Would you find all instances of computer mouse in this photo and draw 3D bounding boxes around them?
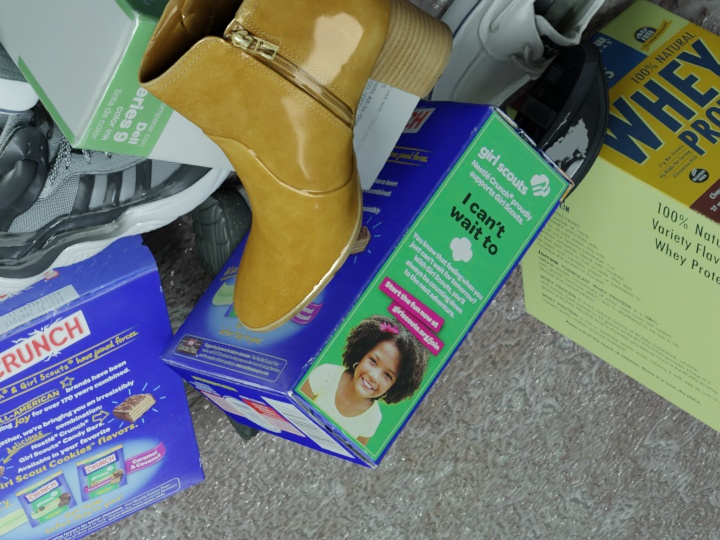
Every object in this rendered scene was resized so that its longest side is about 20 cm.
[{"bbox_3d":[0.092,-0.048,1.354,0.046,0.140,0.200,30,91,-16],"label":"computer mouse"}]

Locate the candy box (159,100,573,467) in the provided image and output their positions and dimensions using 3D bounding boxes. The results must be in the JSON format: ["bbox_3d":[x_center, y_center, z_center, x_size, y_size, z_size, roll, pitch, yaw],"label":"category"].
[{"bbox_3d":[0.000,0.000,1.256,0.077,0.169,0.200,41,76,-27],"label":"candy box"}]

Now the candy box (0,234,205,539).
[{"bbox_3d":[-0.194,0.077,1.333,0.169,0.077,0.200,-24,139,-16],"label":"candy box"}]

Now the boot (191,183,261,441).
[{"bbox_3d":[-0.034,0.014,1.404,0.131,0.070,0.200,-21,137,-25],"label":"boot"}]

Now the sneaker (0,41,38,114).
[{"bbox_3d":[-0.261,-0.102,1.124,0.200,0.073,0.071,10,124,-31],"label":"sneaker"}]

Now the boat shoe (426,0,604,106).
[{"bbox_3d":[0.103,-0.154,1.354,0.073,0.065,0.200,11,120,-44],"label":"boat shoe"}]

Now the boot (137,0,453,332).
[{"bbox_3d":[-0.055,-0.069,1.091,0.144,0.071,0.201,17,113,-39],"label":"boot"}]

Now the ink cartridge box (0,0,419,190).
[{"bbox_3d":[-0.083,-0.125,1.174,0.200,0.145,0.088,4,124,-40],"label":"ink cartridge box"}]

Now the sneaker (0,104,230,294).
[{"bbox_3d":[-0.157,-0.069,1.222,0.200,0.076,0.114,-29,142,-9],"label":"sneaker"}]

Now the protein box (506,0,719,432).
[{"bbox_3d":[0.217,-0.032,1.434,0.135,0.198,0.200,-40,144,-25],"label":"protein box"}]
